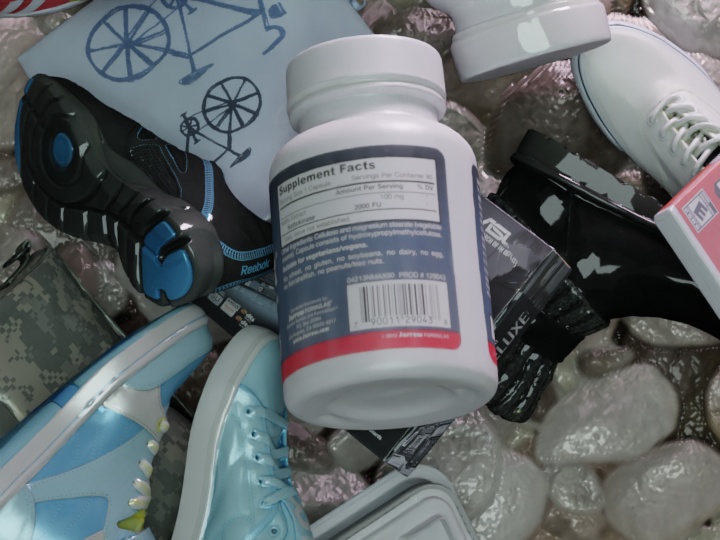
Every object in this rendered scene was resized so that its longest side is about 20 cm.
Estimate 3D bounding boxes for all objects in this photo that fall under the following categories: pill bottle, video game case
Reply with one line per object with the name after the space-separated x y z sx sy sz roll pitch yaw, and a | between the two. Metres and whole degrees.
0.078 -0.220 1.621 0.116 0.116 0.201 -16 89 -3 | pill bottle
0.010 -0.021 1.522 0.119 0.120 0.201 -3 72 -3 | pill bottle
0.263 -0.021 1.616 0.143 0.017 0.200 55 46 -6 | video game case

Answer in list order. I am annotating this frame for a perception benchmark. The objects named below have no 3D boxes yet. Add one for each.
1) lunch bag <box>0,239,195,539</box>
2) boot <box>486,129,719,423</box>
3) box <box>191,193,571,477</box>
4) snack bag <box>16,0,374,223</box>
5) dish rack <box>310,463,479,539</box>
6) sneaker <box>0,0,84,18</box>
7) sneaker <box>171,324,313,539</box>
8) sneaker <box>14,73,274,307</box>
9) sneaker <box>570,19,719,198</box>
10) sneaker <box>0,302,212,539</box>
-0.183 0.104 1.605 0.168 0.139 0.200 -43 95 -18 | lunch bag
0.140 0.031 1.642 0.211 0.079 0.158 32 86 12 | boot
0.000 0.000 1.614 0.200 0.050 0.158 39 89 25 | box
-0.078 -0.111 1.631 0.188 0.021 0.200 -37 69 -3 | snack bag
0.007 0.228 1.619 0.200 0.044 0.172 -32 106 -21 | dish rack
-0.221 -0.182 1.610 0.199 0.112 0.071 -16 92 -3 | sneaker
-0.055 0.134 1.548 0.082 0.074 0.201 10 86 21 | sneaker
-0.128 -0.046 1.578 0.200 0.082 0.073 44 128 34 | sneaker
0.207 -0.075 1.653 0.073 0.071 0.200 -44 91 -1 | sneaker
-0.131 0.120 1.510 0.200 0.080 0.131 -43 95 -19 | sneaker
